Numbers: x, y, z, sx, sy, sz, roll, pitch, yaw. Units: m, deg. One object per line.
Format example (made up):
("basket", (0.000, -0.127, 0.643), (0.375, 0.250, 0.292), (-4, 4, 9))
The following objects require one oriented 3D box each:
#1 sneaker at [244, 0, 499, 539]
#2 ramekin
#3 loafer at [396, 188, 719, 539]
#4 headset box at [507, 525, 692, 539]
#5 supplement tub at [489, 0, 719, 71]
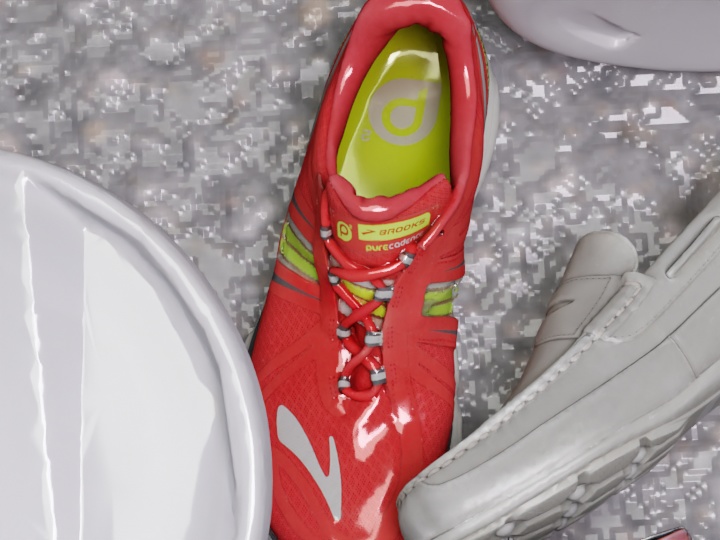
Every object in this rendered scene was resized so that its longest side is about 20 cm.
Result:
("sneaker", (0.000, 0.000, 0.953), (0.077, 0.085, 0.201), (6, 78, 3))
("ramekin", (-0.118, 0.064, 0.918), (0.202, 0.094, 0.203), (-1, 86, 11))
("loafer", (0.085, 0.023, 0.952), (0.200, 0.070, 0.070), (-34, 76, -22))
("headset box", (0.088, 0.170, 0.881), (0.077, 0.149, 0.200), (-23, 79, -5))
("supplement tub", (0.110, -0.177, 0.962), (0.144, 0.145, 0.201), (0, 77, 0))
